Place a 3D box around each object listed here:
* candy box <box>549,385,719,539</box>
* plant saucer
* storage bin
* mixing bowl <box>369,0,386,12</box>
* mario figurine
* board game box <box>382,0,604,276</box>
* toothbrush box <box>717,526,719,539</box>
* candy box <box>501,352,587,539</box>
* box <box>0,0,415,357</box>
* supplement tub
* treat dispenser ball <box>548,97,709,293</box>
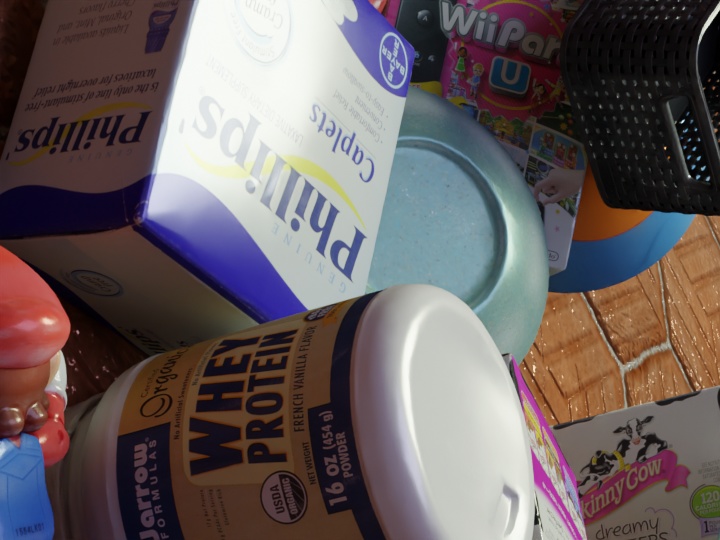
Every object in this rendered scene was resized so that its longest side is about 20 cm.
[{"bbox_3d":[0.197,0.197,1.301,0.071,0.167,0.201,25,54,-56],"label":"candy box"},{"bbox_3d":[0.027,-0.019,1.076,0.200,0.039,0.203,7,72,-21],"label":"plant saucer"},{"bbox_3d":[0.216,-0.140,1.175,0.200,0.093,0.136,-52,134,-35],"label":"storage bin"},{"bbox_3d":[-0.048,-0.197,1.116,0.200,0.108,0.201,41,40,-47],"label":"mixing bowl"},{"bbox_3d":[-0.168,0.085,0.783,0.123,0.105,0.202,175,-91,-80],"label":"mario figurine"},{"bbox_3d":[0.071,-0.110,1.180,0.064,0.147,0.201,148,-45,-77],"label":"board game box"},{"bbox_3d":[0.280,0.218,1.169,0.147,0.085,0.200,63,30,-23],"label":"toothbrush box"},{"bbox_3d":[0.085,0.166,1.007,0.137,0.061,0.201,59,18,-47],"label":"candy box"},{"bbox_3d":[-0.073,-0.066,0.952,0.184,0.104,0.201,40,55,-48],"label":"box"},{"bbox_3d":[-0.036,0.097,0.863,0.144,0.199,0.145,41,41,-48],"label":"supplement tub"},{"bbox_3d":[0.143,-0.085,1.321,0.201,0.200,0.202,40,41,-48],"label":"treat dispenser ball"}]
